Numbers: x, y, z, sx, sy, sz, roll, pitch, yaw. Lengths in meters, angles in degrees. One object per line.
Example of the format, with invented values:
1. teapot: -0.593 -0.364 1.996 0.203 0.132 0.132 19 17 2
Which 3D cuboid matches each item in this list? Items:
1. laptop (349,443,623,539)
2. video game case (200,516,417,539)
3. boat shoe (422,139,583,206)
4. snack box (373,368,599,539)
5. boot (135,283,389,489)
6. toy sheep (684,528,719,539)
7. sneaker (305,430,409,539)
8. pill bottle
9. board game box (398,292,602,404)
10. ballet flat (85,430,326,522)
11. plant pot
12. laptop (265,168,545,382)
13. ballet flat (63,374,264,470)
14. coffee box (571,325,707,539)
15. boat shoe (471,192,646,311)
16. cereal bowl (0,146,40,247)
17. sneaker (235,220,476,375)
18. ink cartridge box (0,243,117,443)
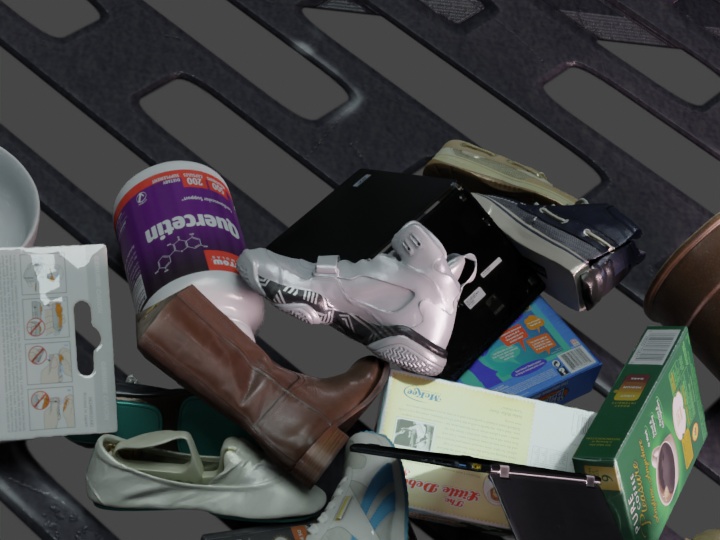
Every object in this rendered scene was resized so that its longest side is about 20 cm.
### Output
1. laptop: 0.114 0.207 1.441 0.198 0.117 0.187 5 -6 34
2. video game case: -0.016 0.284 1.470 0.179 0.026 0.201 -5 52 -24
3. boat shoe: 0.161 -0.075 1.855 0.198 0.073 0.065 23 45 15
4. snack box: 0.107 0.162 1.598 0.198 0.037 0.117 12 72 -3
5. boot: -0.082 0.067 1.553 0.199 0.064 0.187 37 30 0
6. toy sheep: 0.293 0.297 1.485 0.136 0.139 0.202 4 51 -11
7. sneaker: -0.006 0.206 1.475 0.080 0.077 0.201 5 44 -7
8. pill bottle: -0.150 0.006 1.660 0.111 0.113 0.201 -4 48 -19
9. board game box: 0.102 0.056 1.727 0.151 0.045 0.200 -20 55 -30
10. ballet flat: -0.126 0.164 1.518 0.197 0.070 0.070 3 44 4
11. plant pot: 0.397 0.052 1.716 0.199 0.201 0.199 -20 61 -31
12. laptop: 0.038 0.002 1.725 0.200 0.103 0.177 50 51 -1
13. ballet flat: -0.155 0.124 1.577 0.198 0.074 0.074 8 44 0
14. coffee box: 0.242 0.150 1.608 0.044 0.124 0.200 1 34 29
15. boat shoe: 0.183 -0.036 1.785 0.092 0.075 0.200 -34 44 -20
16. cereal bowl: -0.385 -0.033 1.656 0.198 0.084 0.201 7 45 -7
17. sneaker: 0.000 0.000 1.595 0.198 0.116 0.075 26 4 -1
18. ink cartridge box: -0.304 0.063 1.543 0.198 0.047 0.162 -3 81 -12
